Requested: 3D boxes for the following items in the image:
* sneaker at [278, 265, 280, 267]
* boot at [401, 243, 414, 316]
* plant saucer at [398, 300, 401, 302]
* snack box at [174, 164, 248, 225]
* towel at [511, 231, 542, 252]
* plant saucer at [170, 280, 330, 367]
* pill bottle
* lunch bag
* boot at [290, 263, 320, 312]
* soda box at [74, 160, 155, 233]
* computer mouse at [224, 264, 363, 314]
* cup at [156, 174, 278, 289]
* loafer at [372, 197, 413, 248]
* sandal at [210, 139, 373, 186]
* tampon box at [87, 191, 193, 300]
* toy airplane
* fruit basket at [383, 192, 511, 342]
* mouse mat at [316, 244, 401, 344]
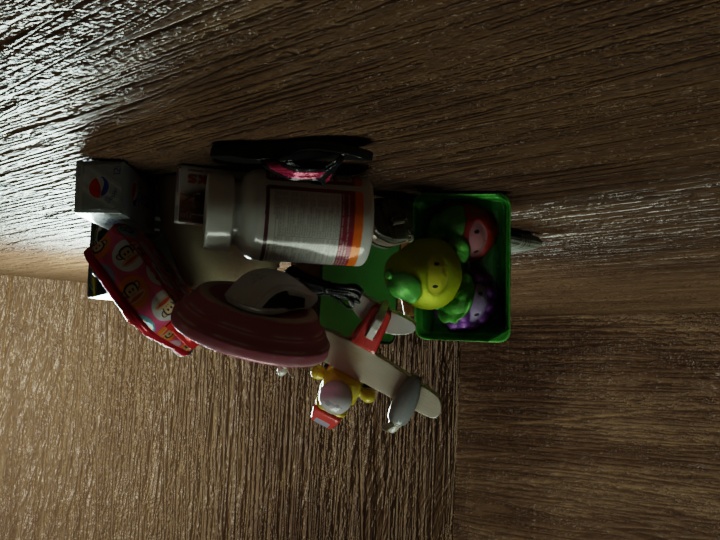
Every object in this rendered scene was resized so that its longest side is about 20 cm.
[{"bbox_3d":[-0.145,-0.031,2.048,0.074,0.107,0.200,1,179,22],"label":"sneaker"},{"bbox_3d":[0.061,-0.009,1.934,0.199,0.157,0.076,7,172,-40],"label":"boot"},{"bbox_3d":[-0.009,-0.008,2.002,0.200,0.036,0.200,34,-164,-11],"label":"plant saucer"},{"bbox_3d":[-0.137,-0.087,1.654,0.199,0.073,0.024,5,174,-22],"label":"snack box"},{"bbox_3d":[0.163,-0.048,2.131,0.192,0.035,0.199,8,174,-44],"label":"towel"},{"bbox_3d":[-0.131,0.060,1.592,0.199,0.051,0.201,15,-169,-3],"label":"plant saucer"},{"bbox_3d":[-0.089,-0.065,1.580,0.198,0.110,0.110,4,175,-9],"label":"pill bottle"},{"bbox_3d":[-0.267,0.037,1.715,0.082,0.176,0.200,-41,161,-1],"label":"lunch bag"},{"bbox_3d":[-0.084,0.014,1.816,0.073,0.156,0.199,-15,167,37],"label":"boot"},{"bbox_3d":[-0.318,-0.094,1.698,0.063,0.069,0.200,1,175,3],"label":"soda box"},{"bbox_3d":[-0.088,0.020,1.597,0.109,0.044,0.200,22,-166,27],"label":"computer mouse"},{"bbox_3d":[-0.181,-0.045,1.757,0.199,0.144,0.200,3,175,0],"label":"cup"},{"bbox_3d":[0.069,-0.071,1.808,0.063,0.072,0.200,-16,172,31],"label":"loafer"},{"bbox_3d":[-0.076,-0.117,1.446,0.199,0.045,0.075,0,174,24],"label":"sandal"},{"bbox_3d":[-0.324,-0.031,1.930,0.125,0.151,0.200,4,174,-22],"label":"tampon box"},{"bbox_3d":[-0.010,0.129,1.707,0.199,0.200,0.141,-9,-150,26],"label":"toy airplane"},{"bbox_3d":[0.123,-0.003,1.730,0.154,0.217,0.215,1,175,16],"label":"fruit basket"},{"bbox_3d":[0.000,0.000,1.826,0.007,0.202,0.160,-3,172,44],"label":"mouse mat"}]
